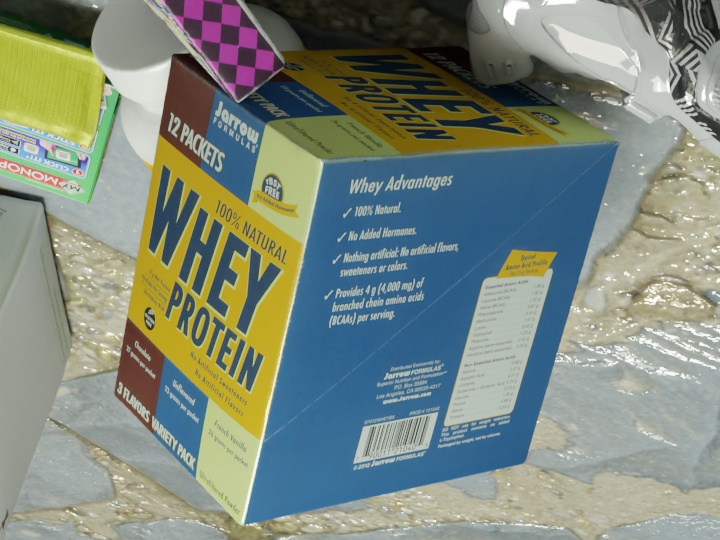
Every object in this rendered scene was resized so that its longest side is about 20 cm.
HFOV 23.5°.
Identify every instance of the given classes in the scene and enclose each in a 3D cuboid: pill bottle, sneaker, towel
[{"bbox_3d":[-0.066,-0.080,0.987,0.113,0.113,0.200,-5,143,26],"label":"pill bottle"},{"bbox_3d":[0.128,-0.120,0.895,0.115,0.075,0.200,-14,134,37],"label":"sneaker"},{"bbox_3d":[-0.250,-0.126,1.020,0.200,0.018,0.086,16,148,-4],"label":"towel"}]

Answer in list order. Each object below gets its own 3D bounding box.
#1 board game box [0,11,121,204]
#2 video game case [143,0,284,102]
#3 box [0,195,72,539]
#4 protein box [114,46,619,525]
[{"bbox_3d":[-0.251,-0.117,1.076,0.200,0.029,0.135,19,148,-8],"label":"board game box"},{"bbox_3d":[-0.130,-0.190,0.808,0.036,0.181,0.200,-40,135,-1],"label":"video game case"},{"bbox_3d":[-0.320,0.066,1.223,0.171,0.200,0.199,12,147,6],"label":"box"},{"bbox_3d":[0.000,0.000,0.913,0.198,0.135,0.200,-7,121,-38],"label":"protein box"}]
